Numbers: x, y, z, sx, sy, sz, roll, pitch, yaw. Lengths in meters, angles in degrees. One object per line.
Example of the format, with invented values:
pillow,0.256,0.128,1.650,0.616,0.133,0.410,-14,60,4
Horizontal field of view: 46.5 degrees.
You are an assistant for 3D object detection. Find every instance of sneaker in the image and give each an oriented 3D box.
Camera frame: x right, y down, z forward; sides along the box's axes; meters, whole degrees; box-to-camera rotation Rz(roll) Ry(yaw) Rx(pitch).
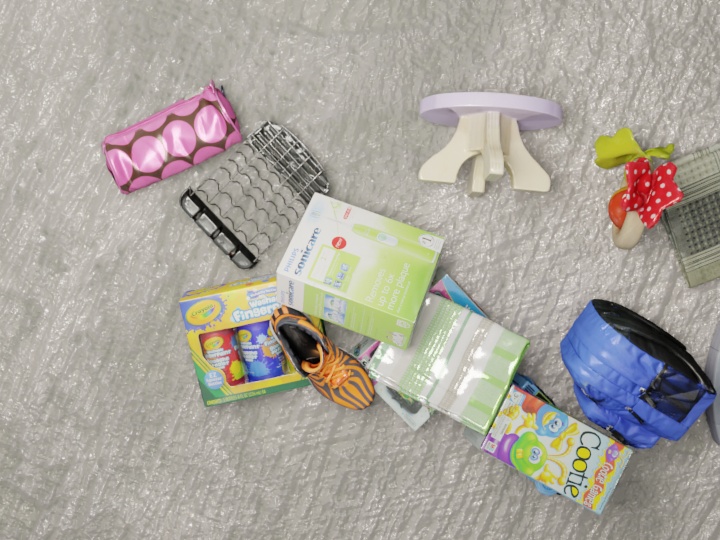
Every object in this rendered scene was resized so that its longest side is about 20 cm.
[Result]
sneaker,-0.053,0.136,1.171,0.200,0.112,0.078,43,92,-14

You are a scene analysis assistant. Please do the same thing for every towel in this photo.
towel,0.119,0.120,1.173,0.199,0.031,0.150,24,87,26
towel,0.551,-0.096,1.263,0.198,0.035,0.194,-23,104,0

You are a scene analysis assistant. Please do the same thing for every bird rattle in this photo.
bird rattle,0.394,-0.104,1.177,0.111,0.201,0.164,4,127,0

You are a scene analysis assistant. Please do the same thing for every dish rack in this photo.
dish rack,-0.151,-0.111,1.220,0.200,0.055,0.154,-43,101,5

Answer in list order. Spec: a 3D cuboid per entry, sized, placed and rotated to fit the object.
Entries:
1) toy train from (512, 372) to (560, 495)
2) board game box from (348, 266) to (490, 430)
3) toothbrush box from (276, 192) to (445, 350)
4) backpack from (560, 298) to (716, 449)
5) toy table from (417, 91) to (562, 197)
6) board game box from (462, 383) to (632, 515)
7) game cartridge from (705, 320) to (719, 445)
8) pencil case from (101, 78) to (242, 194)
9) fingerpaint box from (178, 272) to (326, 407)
toy train,0.272,0.256,1.295,0.114,0.087,0.200,-45,99,1
board game box,0.102,0.117,1.270,0.200,0.064,0.148,-44,100,5
toothbrush box,0.000,0.000,1.163,0.198,0.086,0.147,20,58,8
backpack,0.390,0.152,1.237,0.199,0.163,0.169,34,102,-9
toy table,0.178,-0.174,1.164,0.197,0.184,0.119,4,86,9
board game box,0.265,0.246,1.200,0.199,0.105,0.104,29,88,-7
game cartridge,0.610,0.177,1.315,0.131,0.042,0.203,-4,102,-6
pencil case,-0.270,-0.187,1.183,0.198,0.091,0.094,-27,132,3
fingerpaint box,-0.152,0.097,1.250,0.197,0.073,0.169,-11,102,0
